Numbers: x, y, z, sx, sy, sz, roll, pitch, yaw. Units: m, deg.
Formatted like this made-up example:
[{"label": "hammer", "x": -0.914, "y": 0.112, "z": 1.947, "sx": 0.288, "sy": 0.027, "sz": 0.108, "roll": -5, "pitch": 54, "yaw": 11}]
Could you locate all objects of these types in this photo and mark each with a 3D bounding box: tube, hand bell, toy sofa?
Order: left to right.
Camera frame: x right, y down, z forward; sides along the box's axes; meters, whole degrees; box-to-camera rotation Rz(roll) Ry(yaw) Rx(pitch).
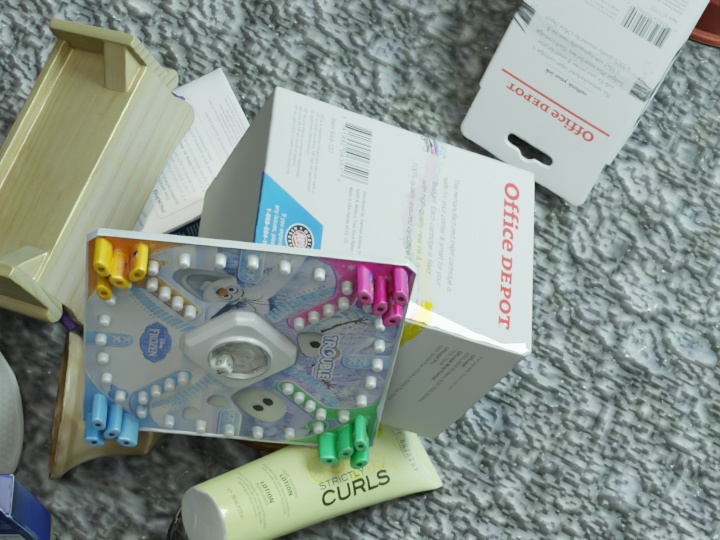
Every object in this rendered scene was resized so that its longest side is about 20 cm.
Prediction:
[{"label": "toy sofa", "x": -0.204, "y": -0.065, "z": 1.249, "sx": 0.082, "sy": 0.098, "sz": 0.201, "roll": 15, "pitch": 72, "yaw": 31}, {"label": "hand bell", "x": -0.115, "y": 0.106, "z": 1.270, "sx": 0.198, "sy": 0.104, "sz": 0.105, "roll": 7, "pitch": 75, "yaw": -12}, {"label": "tube", "x": -0.031, "y": 0.142, "z": 1.234, "sx": 0.199, "sy": 0.052, "sz": 0.059, "roll": -16, "pitch": 114, "yaw": -40}]

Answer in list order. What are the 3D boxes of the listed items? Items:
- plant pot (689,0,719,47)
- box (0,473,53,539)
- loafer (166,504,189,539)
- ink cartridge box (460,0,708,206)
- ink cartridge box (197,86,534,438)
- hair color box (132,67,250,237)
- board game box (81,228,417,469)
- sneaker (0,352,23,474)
[{"label": "plant pot", "x": 0.294, "y": -0.293, "z": 1.310, "sx": 0.198, "sy": 0.195, "sz": 0.203, "roll": 0, "pitch": 75, "yaw": 0}, {"label": "box", "x": -0.277, "y": 0.157, "z": 1.181, "sx": 0.120, "sy": 0.200, "sz": 0.033, "roll": 2, "pitch": 75, "yaw": -1}, {"label": "loafer", "x": -0.055, "y": 0.232, "z": 1.230, "sx": 0.199, "sy": 0.072, "sz": 0.073, "roll": 36, "pitch": 76, "yaw": 7}, {"label": "ink cartridge box", "x": 0.167, "y": -0.162, "z": 1.309, "sx": 0.115, "sy": 0.201, "sz": 0.068, "roll": 33, "pitch": 33, "yaw": 8}, {"label": "ink cartridge box", "x": 0.000, "y": 0.000, "z": 1.210, "sx": 0.198, "sy": 0.145, "sz": 0.148, "roll": 18, "pitch": 56, "yaw": -18}, {"label": "hair color box", "x": -0.167, "y": -0.055, "z": 1.310, "sx": 0.199, "sy": 0.061, "sz": 0.101, "roll": -26, "pitch": 74, "yaw": -7}, {"label": "board game box", "x": -0.076, "y": 0.056, "z": 1.131, "sx": 0.198, "sy": 0.201, "sz": 0.026, "roll": 6, "pitch": 50, "yaw": -6}, {"label": "sneaker", "x": -0.305, "y": 0.059, "z": 1.280, "sx": 0.070, "sy": 0.099, "sz": 0.202, "roll": -30, "pitch": 108, "yaw": -23}]
